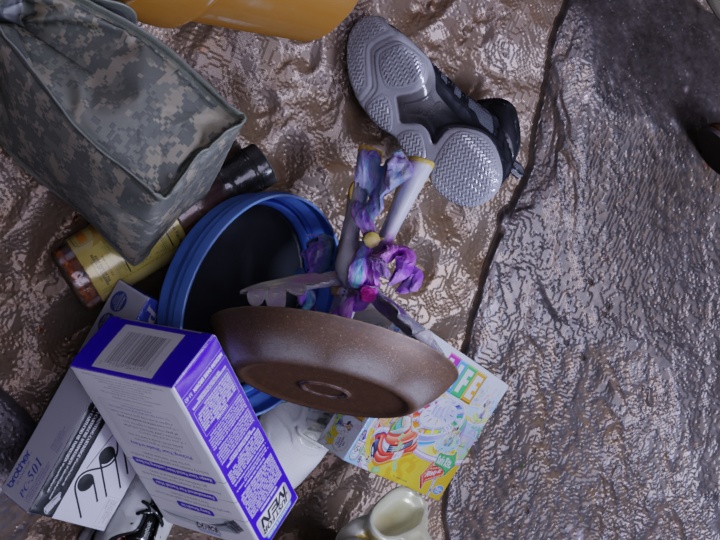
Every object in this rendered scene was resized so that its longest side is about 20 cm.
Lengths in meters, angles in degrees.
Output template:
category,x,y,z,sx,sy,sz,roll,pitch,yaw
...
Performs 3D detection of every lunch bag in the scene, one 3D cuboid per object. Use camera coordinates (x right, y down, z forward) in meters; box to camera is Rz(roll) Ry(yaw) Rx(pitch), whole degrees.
category,x,y,z,sx,sy,sz,roll,pitch,yaw
lunch bag,-0.204,-0.123,0.977,0.200,0.164,0.118,41,65,-1

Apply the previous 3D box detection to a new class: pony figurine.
category,x,y,z,sx,sy,sz,roll,pitch,yaw
pony figurine,0.000,0.000,1.041,0.166,0.193,0.200,20,87,-1

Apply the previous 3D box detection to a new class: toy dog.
category,x,y,z,sx,sy,sz,roll,pitch,yaw
toy dog,-0.018,0.324,1.161,0.140,0.200,0.194,53,37,11

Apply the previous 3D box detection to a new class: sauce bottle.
category,x,y,z,sx,sy,sz,roll,pitch,yaw
sauce bottle,-0.166,-0.042,1.089,0.200,0.066,0.066,-33,110,-15

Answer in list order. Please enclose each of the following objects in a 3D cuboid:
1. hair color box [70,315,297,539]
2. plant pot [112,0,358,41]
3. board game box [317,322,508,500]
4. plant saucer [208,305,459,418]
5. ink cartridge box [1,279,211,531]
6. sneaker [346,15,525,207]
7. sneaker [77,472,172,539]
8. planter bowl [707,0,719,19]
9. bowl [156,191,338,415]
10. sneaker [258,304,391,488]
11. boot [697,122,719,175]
category,x,y,z,sx,sy,sz,roll,pitch,yaw
hair color box,-0.138,0.132,1.023,0.065,0.109,0.200,-54,138,-37
plant pot,-0.094,-0.273,1.012,0.183,0.200,0.200,17,94,-38
board game box,0.054,0.130,1.169,0.135,0.034,0.200,-58,146,-2
plant saucer,-0.025,0.079,0.990,0.200,0.200,0.037,22,70,-23
ink cartridge box,-0.211,0.116,1.072,0.094,0.044,0.200,33,84,-53
sneaker,0.073,-0.149,1.155,0.200,0.075,0.114,53,33,8
sneaker,-0.180,0.201,1.123,0.074,0.080,0.200,29,88,-22
planter bowl,0.450,-0.321,1.234,0.200,0.135,0.200,-4,101,-21
bowl,-0.094,0.028,1.096,0.201,0.039,0.201,-25,123,-45
sneaker,-0.031,0.121,1.165,0.070,0.080,0.200,33,89,-25
boot,0.452,-0.165,1.303,0.186,0.064,0.200,36,89,-36
